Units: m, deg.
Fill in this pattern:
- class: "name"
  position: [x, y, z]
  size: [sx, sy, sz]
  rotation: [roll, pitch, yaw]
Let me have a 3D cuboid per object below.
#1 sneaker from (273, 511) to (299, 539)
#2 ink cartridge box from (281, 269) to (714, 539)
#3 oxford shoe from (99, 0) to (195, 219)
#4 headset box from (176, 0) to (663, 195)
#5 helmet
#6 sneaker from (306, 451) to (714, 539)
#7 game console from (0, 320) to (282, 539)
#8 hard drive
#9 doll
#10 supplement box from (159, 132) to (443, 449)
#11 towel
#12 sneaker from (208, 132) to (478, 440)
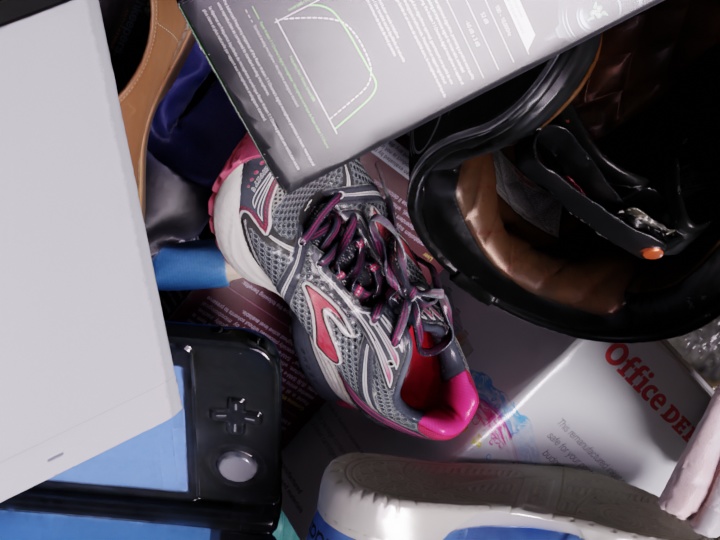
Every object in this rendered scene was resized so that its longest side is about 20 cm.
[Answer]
- class: "sneaker"
  position: [-0.023, 0.200, 1.192]
  size: [0.071, 0.080, 0.200]
  rotation: [-27, 130, -3]
- class: "ink cartridge box"
  position: [0.066, 0.082, 1.118]
  size: [0.200, 0.145, 0.145]
  rotation: [-42, 130, 5]
- class: "oxford shoe"
  position: [-0.126, -0.050, 0.940]
  size: [0.071, 0.071, 0.201]
  rotation: [18, 99, 8]
- class: "headset box"
  position: [0.024, -0.147, 0.836]
  size: [0.200, 0.174, 0.093]
  rotation: [-28, 123, 3]
- class: "helmet"
  position: [0.121, -0.085, 0.960]
  size: [0.200, 0.200, 0.191]
  rotation: [54, 51, -41]
- class: "sneaker"
  position: [0.065, 0.154, 1.017]
  size: [0.199, 0.077, 0.112]
  rotation: [7, 109, -23]
- class: "game console"
  position: [-0.140, 0.118, 1.000]
  size: [0.199, 0.119, 0.171]
  rotation: [4, 132, 3]
- class: "hard drive"
  position: [-0.149, -0.004, 0.884]
  size: [0.132, 0.026, 0.201]
  rotation: [-25, 123, -28]
- class: "doll"
  position: [-0.092, -0.047, 0.994]
  size: [0.136, 0.048, 0.200]
  rotation: [38, 101, -6]
- class: "supplement box"
  position: [-0.034, -0.003, 1.063]
  size: [0.200, 0.061, 0.109]
  rotation: [-48, 128, 8]
- class: "towel"
  position: [0.194, 0.025, 0.973]
  size: [0.191, 0.032, 0.200]
  rotation: [-63, 170, 4]
- class: "sneaker"
  position: [0.000, 0.000, 0.978]
  size: [0.081, 0.075, 0.200]
  rotation: [-48, 138, -16]
